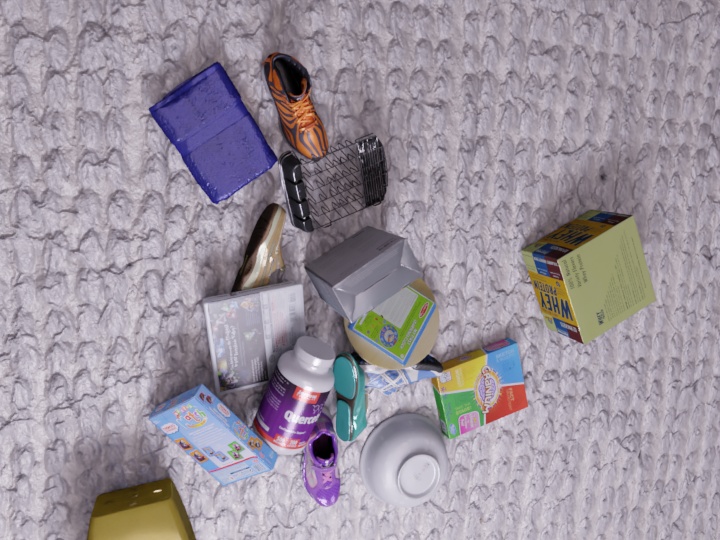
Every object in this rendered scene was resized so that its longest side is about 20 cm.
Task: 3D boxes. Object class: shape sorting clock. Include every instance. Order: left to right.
[{"bbox_3d":[0.061,0.092,1.291,0.195,0.039,0.204,3,74,-10],"label":"shape sorting clock"}]

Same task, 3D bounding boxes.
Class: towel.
[{"bbox_3d":[-0.252,-0.237,1.150,0.146,0.050,0.202,-33,109,-4],"label":"towel"}]

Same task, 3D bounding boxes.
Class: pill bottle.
[{"bbox_3d":[-0.118,0.228,1.215,0.111,0.113,0.203,18,108,-20],"label":"pill bottle"}]

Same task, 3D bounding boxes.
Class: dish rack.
[{"bbox_3d":[-0.042,-0.164,1.207,0.197,0.055,0.156,-24,129,-19],"label":"dish rack"}]

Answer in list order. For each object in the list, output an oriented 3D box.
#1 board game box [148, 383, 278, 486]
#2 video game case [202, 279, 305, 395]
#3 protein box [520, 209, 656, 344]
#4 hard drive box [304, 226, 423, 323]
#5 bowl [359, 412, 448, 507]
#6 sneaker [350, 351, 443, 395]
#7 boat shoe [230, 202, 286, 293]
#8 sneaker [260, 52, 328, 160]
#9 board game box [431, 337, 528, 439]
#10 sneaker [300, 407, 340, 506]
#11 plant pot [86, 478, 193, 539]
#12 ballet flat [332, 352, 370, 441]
[{"bbox_3d":[-0.265,0.301,1.190,0.200,0.150,0.037,48,38,-20],"label":"board game box"},{"bbox_3d":[-0.188,0.124,1.214,0.178,0.023,0.204,-11,120,-18],"label":"video game case"},{"bbox_3d":[0.481,0.009,1.395,0.197,0.135,0.202,-28,108,-13],"label":"protein box"},{"bbox_3d":[0.000,0.000,1.192,0.154,0.200,0.078,-33,108,-10],"label":"hard drive box"},{"bbox_3d":[0.104,0.406,1.356,0.197,0.090,0.206,-4,101,-18],"label":"bowl"},{"bbox_3d":[0.069,0.204,1.325,0.195,0.076,0.079,2,105,-9],"label":"sneaker"},{"bbox_3d":[-0.170,-0.021,1.204,0.075,0.072,0.203,19,104,-24],"label":"boat shoe"},{"bbox_3d":[-0.109,-0.282,1.153,0.077,0.112,0.202,-34,109,-10],"label":"sneaker"},{"bbox_3d":[0.253,0.250,1.407,0.196,0.040,0.156,-18,105,-15],"label":"board game box"},{"bbox_3d":[-0.074,0.376,1.290,0.079,0.088,0.205,-10,103,-18],"label":"sneaker"},{"bbox_3d":[-0.385,0.482,1.155,0.196,0.200,0.180,-8,90,-17],"label":"plant pot"},{"bbox_3d":[-0.014,0.231,1.259,0.070,0.067,0.204,-27,128,-43],"label":"ballet flat"}]
